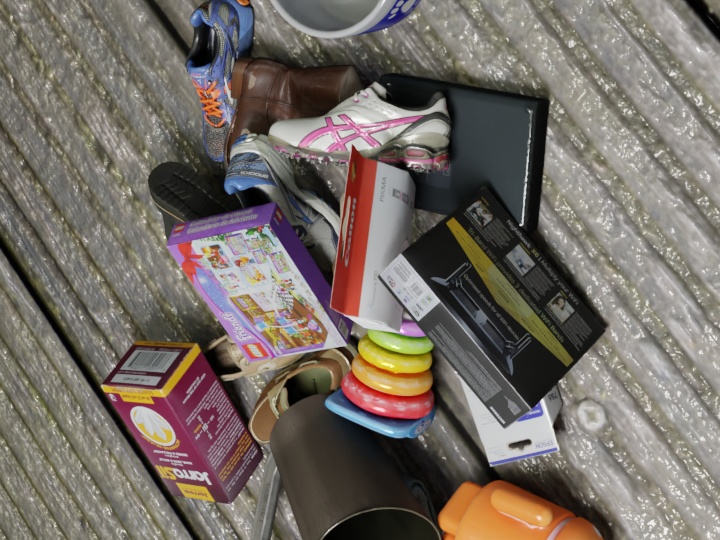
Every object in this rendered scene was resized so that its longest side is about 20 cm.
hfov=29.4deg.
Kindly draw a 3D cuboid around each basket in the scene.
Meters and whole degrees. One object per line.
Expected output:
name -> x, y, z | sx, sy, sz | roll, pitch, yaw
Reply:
basket -> -0.017, 0.247, 1.544 | 0.136, 0.180, 0.201 | -43, 44, 11

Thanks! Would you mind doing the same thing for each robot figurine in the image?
robot figurine -> 0.180, 0.302, 1.480 | 0.199, 0.116, 0.146 | 21, 104, 33

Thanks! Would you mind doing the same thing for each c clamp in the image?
c clamp -> -0.073, 0.282, 1.679 | 0.170, 0.027, 0.202 | 7, 79, 46

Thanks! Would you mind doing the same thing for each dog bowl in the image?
dog bowl -> -0.017, -0.355, 1.480 | 0.198, 0.078, 0.203 | 11, 109, 35

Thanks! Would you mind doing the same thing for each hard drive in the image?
hard drive -> 0.104, -0.128, 1.476 | 0.198, 0.033, 0.141 | 15, 111, 34

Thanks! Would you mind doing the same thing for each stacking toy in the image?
stacking toy -> 0.044, 0.074, 1.527 | 0.109, 0.116, 0.202 | 19, 109, 21

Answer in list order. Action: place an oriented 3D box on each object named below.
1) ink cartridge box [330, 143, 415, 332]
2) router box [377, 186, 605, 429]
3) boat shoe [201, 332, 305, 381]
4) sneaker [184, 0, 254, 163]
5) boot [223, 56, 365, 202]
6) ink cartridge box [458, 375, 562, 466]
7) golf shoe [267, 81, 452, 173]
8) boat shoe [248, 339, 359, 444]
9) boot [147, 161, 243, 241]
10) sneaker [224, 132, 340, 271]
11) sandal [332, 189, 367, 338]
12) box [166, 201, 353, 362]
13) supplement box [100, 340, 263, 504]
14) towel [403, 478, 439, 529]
ink cartridge box -> 0.017, -0.027, 1.389 | 0.056, 0.200, 0.165 | 6, 84, 6
router box -> 0.135, 0.034, 1.391 | 0.201, 0.157, 0.052 | 50, 138, 4
boat shoe -> -0.133, 0.098, 1.697 | 0.199, 0.064, 0.072 | -29, 84, 39
sneaker -> -0.175, -0.228, 1.635 | 0.075, 0.078, 0.203 | 9, 107, 36
boot -> -0.067, -0.148, 1.570 | 0.198, 0.064, 0.189 | 14, 114, 38
ink cartridge box -> 0.154, 0.105, 1.496 | 0.099, 0.039, 0.202 | -18, 89, 39
golf shoe -> 0.000, -0.154, 1.462 | 0.197, 0.073, 0.093 | 3, 93, 9
boat shoe -> -0.077, 0.150, 1.658 | 0.076, 0.074, 0.200 | 50, 126, 6
boot -> -0.173, -0.032, 1.678 | 0.200, 0.077, 0.139 | 46, 158, 22
sneaker -> -0.091, -0.058, 1.567 | 0.077, 0.086, 0.200 | -15, 129, 39
sandal -> 0.000, 0.000, 1.565 | 0.080, 0.054, 0.202 | 13, 122, 36
box -> -0.111, 0.017, 1.555 | 0.135, 0.039, 0.201 | -11, 131, 25
supplement box -> -0.221, 0.190, 1.725 | 0.109, 0.086, 0.201 | 1, 130, 37
towel -> 0.027, 0.351, 1.653 | 0.170, 0.048, 0.202 | -12, 94, 38
